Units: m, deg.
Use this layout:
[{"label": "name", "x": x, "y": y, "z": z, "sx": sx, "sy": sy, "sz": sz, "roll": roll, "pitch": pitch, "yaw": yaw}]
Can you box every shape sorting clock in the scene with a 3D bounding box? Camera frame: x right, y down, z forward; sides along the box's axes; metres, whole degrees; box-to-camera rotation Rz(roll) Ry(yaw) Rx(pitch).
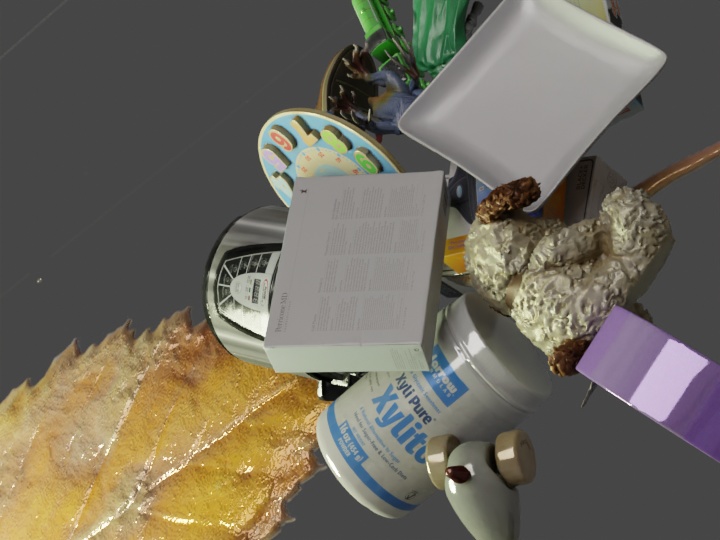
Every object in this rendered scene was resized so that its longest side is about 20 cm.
[{"label": "shape sorting clock", "x": -0.024, "y": -0.089, "z": 1.724, "sx": 0.200, "sy": 0.200, "sz": 0.039, "roll": 1, "pitch": 47, "yaw": 42}]

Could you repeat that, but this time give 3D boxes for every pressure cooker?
[{"label": "pressure cooker", "x": -0.042, "y": 0.023, "z": 1.691, "sx": 0.200, "sy": 0.176, "sz": 0.179, "roll": 11, "pitch": 52, "yaw": 43}]

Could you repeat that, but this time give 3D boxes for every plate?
[{"label": "plate", "x": 0.163, "y": -0.164, "z": 1.567, "sx": 0.200, "sy": 0.032, "sz": 0.200, "roll": -49, "pitch": 51, "yaw": -5}]

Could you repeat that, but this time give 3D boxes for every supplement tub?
[{"label": "supplement tub", "x": 0.068, "y": 0.130, "z": 1.567, "sx": 0.200, "sy": 0.132, "sz": 0.132, "roll": -42, "pitch": 47, "yaw": 18}]

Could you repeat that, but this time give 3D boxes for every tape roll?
[{"label": "tape roll", "x": 0.277, "y": 0.108, "z": 1.342, "sx": 0.200, "sy": 0.200, "sz": 0.066, "roll": 35, "pitch": 94, "yaw": 46}]

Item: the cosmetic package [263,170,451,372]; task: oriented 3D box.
[{"label": "cosmetic package", "x": 0.000, "y": 0.000, "z": 1.546, "sx": 0.150, "sy": 0.052, "sz": 0.200, "roll": 0, "pitch": 55, "yaw": 14}]

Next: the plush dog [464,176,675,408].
[{"label": "plush dog", "x": 0.164, "y": 0.011, "z": 1.461, "sx": 0.172, "sy": 0.200, "sz": 0.160, "roll": 33, "pitch": 54, "yaw": 30}]

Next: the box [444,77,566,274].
[{"label": "box", "x": 0.143, "y": -0.102, "z": 1.600, "sx": 0.119, "sy": 0.041, "sz": 0.201, "roll": -15, "pitch": 56, "yaw": 35}]

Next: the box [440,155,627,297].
[{"label": "box", "x": 0.157, "y": -0.041, "z": 1.627, "sx": 0.200, "sy": 0.060, "sz": 0.117, "roll": -6, "pitch": 64, "yaw": 39}]

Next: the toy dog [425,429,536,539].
[{"label": "toy dog", "x": 0.112, "y": 0.232, "z": 1.447, "sx": 0.132, "sy": 0.096, "sz": 0.200, "roll": -35, "pitch": 77, "yaw": 26}]

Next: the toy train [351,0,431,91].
[{"label": "toy train", "x": 0.028, "y": -0.257, "z": 1.858, "sx": 0.042, "sy": 0.056, "sz": 0.200, "roll": -39, "pitch": 48, "yaw": 19}]

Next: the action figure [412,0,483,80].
[{"label": "action figure", "x": 0.095, "y": -0.289, "z": 1.817, "sx": 0.118, "sy": 0.055, "sz": 0.201, "roll": -8, "pitch": 70, "yaw": 37}]

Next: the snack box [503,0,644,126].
[{"label": "snack box", "x": 0.215, "y": -0.226, "z": 1.688, "sx": 0.116, "sy": 0.037, "sz": 0.200, "roll": -26, "pitch": 53, "yaw": 29}]

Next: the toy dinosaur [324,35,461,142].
[{"label": "toy dinosaur", "x": 0.052, "y": -0.176, "z": 1.715, "sx": 0.181, "sy": 0.200, "sz": 0.105, "roll": 29, "pitch": 91, "yaw": 35}]

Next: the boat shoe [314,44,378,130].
[{"label": "boat shoe", "x": -0.032, "y": -0.159, "z": 1.848, "sx": 0.068, "sy": 0.072, "sz": 0.201, "roll": -22, "pitch": 51, "yaw": 51}]
